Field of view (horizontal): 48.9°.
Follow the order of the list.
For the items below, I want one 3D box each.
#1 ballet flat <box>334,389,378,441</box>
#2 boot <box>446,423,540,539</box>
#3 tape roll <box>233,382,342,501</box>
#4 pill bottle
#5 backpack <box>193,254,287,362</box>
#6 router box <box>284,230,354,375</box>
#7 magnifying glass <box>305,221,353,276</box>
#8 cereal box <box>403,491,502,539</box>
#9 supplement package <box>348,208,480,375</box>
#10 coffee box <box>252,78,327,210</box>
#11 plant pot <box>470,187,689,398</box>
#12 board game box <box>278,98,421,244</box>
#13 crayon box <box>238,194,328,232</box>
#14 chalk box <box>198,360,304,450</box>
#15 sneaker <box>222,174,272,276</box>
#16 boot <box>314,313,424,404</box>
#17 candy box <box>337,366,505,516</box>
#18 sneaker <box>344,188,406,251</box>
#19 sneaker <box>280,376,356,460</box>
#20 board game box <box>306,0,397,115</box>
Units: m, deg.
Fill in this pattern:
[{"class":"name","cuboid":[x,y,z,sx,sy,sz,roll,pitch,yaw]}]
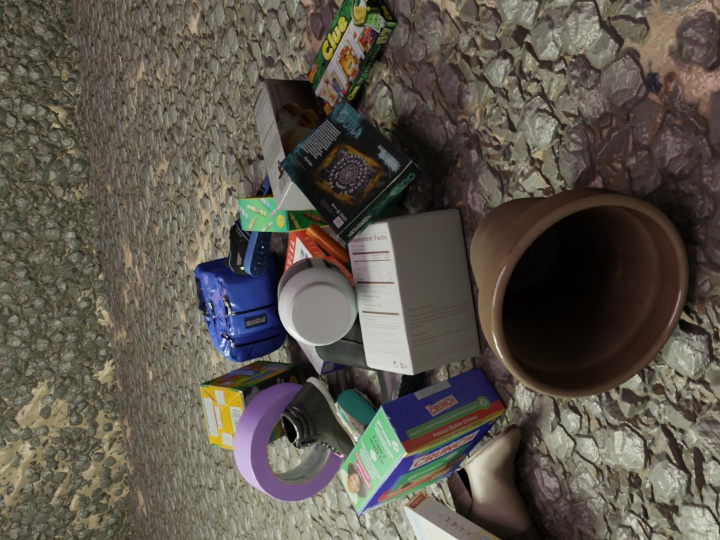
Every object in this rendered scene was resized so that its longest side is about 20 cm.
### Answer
[{"class":"ballet flat","cuboid":[0.026,0.270,1.298,0.200,0.076,0.064,50,172,47]},{"class":"boot","cuboid":[0.188,0.302,1.019,0.146,0.070,0.200,57,146,23]},{"class":"tape roll","cuboid":[-0.123,0.305,1.413,0.066,0.200,0.200,4,104,55]},{"class":"pill bottle","cuboid":[-0.062,0.045,1.132,0.200,0.111,0.111,-131,33,-80]},{"class":"backpack","cuboid":[-0.232,0.079,1.552,0.168,0.162,0.200,-148,48,-70]},{"class":"router box","cuboid":[-0.076,0.051,1.400,0.180,0.049,0.200,50,140,41]},{"class":"magnifying glass","cuboid":[0.000,0.000,1.178,0.200,0.022,0.080,39,156,2]},{"class":"cereal box","cuboid":[0.149,0.385,1.028,0.200,0.040,0.144,17,134,53]},{"class":"supplement package","cuboid":[0.069,0.026,1.064,0.117,0.117,0.200,-1,99,61]},{"class":"coffee box","cuboid":[-0.088,-0.198,1.241,0.080,0.114,0.200,126,135,-52]},{"class":"plant pot","cuboid":[0.192,-0.001,0.795,0.175,0.200,0.200,-124,32,-65]},{"class":"board game box","cuboid":[-0.019,-0.139,1.067,0.135,0.028,0.200,-44,45,5]},{"class":"crayon box","cuboid":[-0.115,-0.103,1.341,0.200,0.119,0.058,7,106,59]},{"class":"chalk box","cuboid":[-0.185,0.248,1.508,0.124,0.200,0.125,-1,101,40]},{"class":"sneaker","cuboid":[-0.199,-0.090,1.466,0.078,0.070,0.200,12,80,30]},{"class":"boot","cuboid":[0.004,0.147,1.230,0.200,0.066,0.165,8,96,42]},{"class":"candy box","cuboid":[0.079,0.232,1.068,0.077,0.169,0.200,57,145,28]},{"class":"sneaker","cuboid":[0.018,-0.085,1.142,0.200,0.077,0.080,111,169,-57]},{"class":"sneaker","cuboid":[-0.069,0.292,1.373,0.071,0.099,0.200,2,126,59]},{"class":"board game box","cuboid":[-0.018,-0.325,1.173,0.200,0.023,0.105,-55,51,46]}]
